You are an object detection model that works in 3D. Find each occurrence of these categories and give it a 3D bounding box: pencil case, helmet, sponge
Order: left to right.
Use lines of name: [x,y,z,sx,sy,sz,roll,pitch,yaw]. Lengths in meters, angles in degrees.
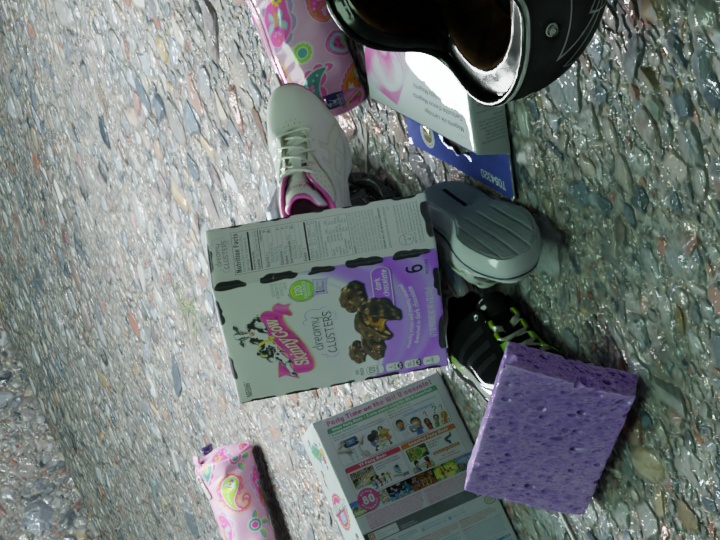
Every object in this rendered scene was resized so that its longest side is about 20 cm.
pencil case: [-0.162,0.333,2.585,0.087,0.087,0.202,0,109,68]
pencil case: [-0.065,-0.240,1.864,0.202,0.087,0.087,68,159,8]
helmet: [0.086,-0.225,1.355,0.200,0.189,0.202,-163,90,-76]
sponge: [0.157,0.137,1.611,0.201,0.110,0.030,102,-179,-53]

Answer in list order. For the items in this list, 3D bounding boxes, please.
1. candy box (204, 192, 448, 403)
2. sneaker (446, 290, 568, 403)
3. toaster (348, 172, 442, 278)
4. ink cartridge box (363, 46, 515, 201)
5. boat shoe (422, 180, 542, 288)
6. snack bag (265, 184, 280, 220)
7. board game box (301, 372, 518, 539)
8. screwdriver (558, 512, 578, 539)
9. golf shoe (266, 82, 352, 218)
candy box: [-0.028,0.027,1.698,0.169,0.198,0.072,81,178,-50]
sneaker: [0.120,0.063,1.682,0.200,0.071,0.084,19,124,64]
toaster: [0.000,0.000,1.872,0.200,0.113,0.130,50,154,39]
ink cartridge box: [0.061,-0.174,1.669,0.196,0.043,0.202,34,137,57]
boat shoe: [0.111,-0.021,1.650,0.200,0.073,0.067,-125,17,-65]
snack bag: [-0.060,-0.022,1.983,0.200,0.021,0.191,-69,-26,-64]
board game box: [0.050,0.223,1.894,0.202,0.146,0.064,66,161,13]
screwdriver: [0.166,0.197,1.734,0.028,0.029,0.202,114,138,-61]
golf shoe: [-0.046,-0.088,1.763,0.091,0.075,0.202,36,-146,-70]
